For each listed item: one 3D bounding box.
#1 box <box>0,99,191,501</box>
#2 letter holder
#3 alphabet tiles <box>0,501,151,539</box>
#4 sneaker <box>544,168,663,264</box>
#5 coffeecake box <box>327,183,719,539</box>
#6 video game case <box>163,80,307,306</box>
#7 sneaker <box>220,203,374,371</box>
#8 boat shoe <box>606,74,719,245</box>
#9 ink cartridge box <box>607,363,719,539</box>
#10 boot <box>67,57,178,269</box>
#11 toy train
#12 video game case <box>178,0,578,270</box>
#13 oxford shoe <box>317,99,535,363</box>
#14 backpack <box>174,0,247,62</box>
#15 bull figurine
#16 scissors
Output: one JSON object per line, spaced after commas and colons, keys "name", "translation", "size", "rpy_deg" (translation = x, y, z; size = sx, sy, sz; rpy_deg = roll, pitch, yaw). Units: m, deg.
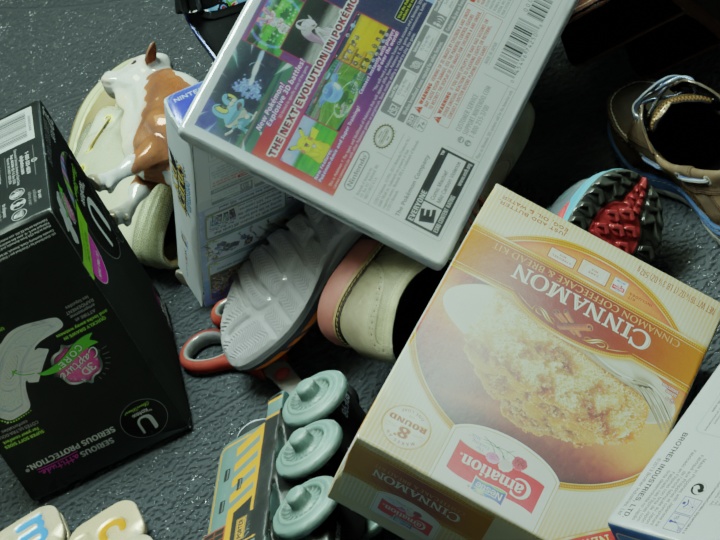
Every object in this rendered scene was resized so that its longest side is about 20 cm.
{"name": "box", "translation": [-0.216, 0.020, 1.576], "size": [0.124, 0.201, 0.149], "rpy_deg": [-25, 34, 5]}
{"name": "letter holder", "translation": [0.159, -0.232, 1.608], "size": [0.142, 0.100, 0.201], "rpy_deg": [-26, 53, 33]}
{"name": "alphabet tiles", "translation": [-0.208, 0.227, 1.462], "size": [0.195, 0.015, 0.200], "rpy_deg": [-32, 34, -2]}
{"name": "sneaker", "translation": [0.106, 0.024, 1.469], "size": [0.200, 0.079, 0.095], "rpy_deg": [-45, 13, -17]}
{"name": "coffeecake box", "translation": [0.095, 0.073, 1.325], "size": [0.153, 0.073, 0.200], "rpy_deg": [28, 54, 3]}
{"name": "video game case", "translation": [-0.029, -0.080, 1.549], "size": [0.199, 0.182, 0.046], "rpy_deg": [-24, 58, -17]}
{"name": "sneaker", "translation": [0.000, 0.000, 1.551], "size": [0.200, 0.112, 0.078], "rpy_deg": [-48, 45, 22]}
{"name": "boat shoe", "translation": [0.211, -0.087, 1.511], "size": [0.072, 0.073, 0.200], "rpy_deg": [-35, 34, -6]}
{"name": "ink cartridge box", "translation": [0.247, 0.127, 1.211], "size": [0.199, 0.077, 0.137], "rpy_deg": [11, 52, 46]}
{"name": "boot", "translation": [-0.154, -0.080, 1.773], "size": [0.154, 0.072, 0.201], "rpy_deg": [0, 50, 37]}
{"name": "toy train", "translation": [-0.042, 0.141, 1.398], "size": [0.114, 0.085, 0.200], "rpy_deg": [-28, 27, 18]}
{"name": "video game case", "translation": [0.013, -0.127, 1.447], "size": [0.181, 0.023, 0.201], "rpy_deg": [27, 77, 2]}
{"name": "oxford shoe", "translation": [0.059, -0.025, 1.475], "size": [0.075, 0.070, 0.201], "rpy_deg": [28, 83, 44]}
{"name": "backpack", "translation": [-0.002, -0.182, 1.659], "size": [0.200, 0.134, 0.183], "rpy_deg": [-38, 74, 21]}
{"name": "bull figurine", "translation": [-0.118, -0.068, 1.658], "size": [0.200, 0.065, 0.122], "rpy_deg": [37, 67, 7]}
{"name": "scissors", "translation": [-0.052, 0.061, 1.569], "size": [0.073, 0.014, 0.200], "rpy_deg": [-42, 35, -20]}
